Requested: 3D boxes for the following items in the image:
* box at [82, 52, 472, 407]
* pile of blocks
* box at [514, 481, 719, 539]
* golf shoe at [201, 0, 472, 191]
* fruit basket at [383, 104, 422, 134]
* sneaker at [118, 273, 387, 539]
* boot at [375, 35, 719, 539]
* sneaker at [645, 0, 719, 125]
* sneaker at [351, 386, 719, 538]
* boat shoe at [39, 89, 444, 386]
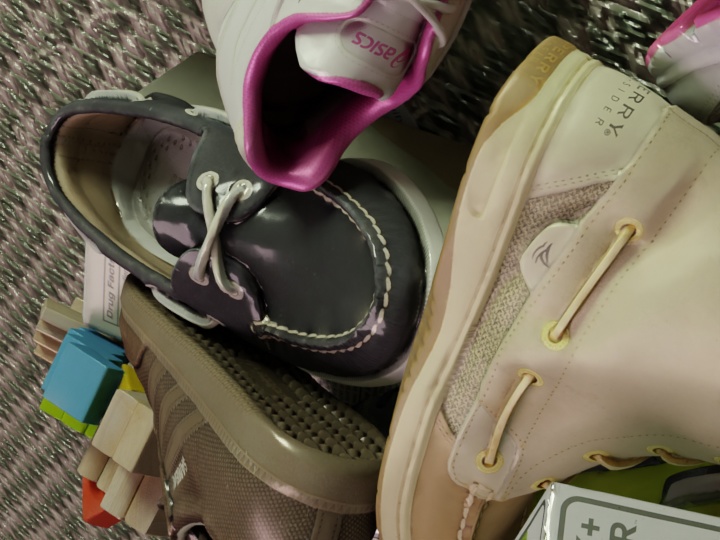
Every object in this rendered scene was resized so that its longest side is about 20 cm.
[{"bbox_3d":[0.000,0.000,1.017,0.199,0.078,0.095,22,126,21],"label":"box"},{"bbox_3d":[-0.098,0.059,1.058,0.082,0.062,0.200,25,-174,-5],"label":"pile of blocks"},{"bbox_3d":[0.132,0.128,0.791,0.199,0.060,0.117,12,152,-4],"label":"box"},{"bbox_3d":[0.021,-0.100,0.811,0.075,0.092,0.200,23,132,-21],"label":"golf shoe"},{"bbox_3d":[-0.008,0.012,1.128,0.200,0.094,0.186,1,129,55],"label":"fruit basket"},{"bbox_3d":[-0.048,0.058,0.911,0.070,0.076,0.200,16,-168,-19],"label":"sneaker"},{"bbox_3d":[0.093,0.046,0.797,0.155,0.073,0.201,24,126,15],"label":"boot"},{"bbox_3d":[0.151,-0.057,0.736,0.088,0.081,0.200,54,158,-13],"label":"sneaker"},{"bbox_3d":[0.044,0.050,0.930,0.199,0.074,0.081,-1,88,38],"label":"sneaker"},{"bbox_3d":[-0.042,-0.016,0.891,0.060,0.074,0.200,10,-165,-33],"label":"boat shoe"}]
